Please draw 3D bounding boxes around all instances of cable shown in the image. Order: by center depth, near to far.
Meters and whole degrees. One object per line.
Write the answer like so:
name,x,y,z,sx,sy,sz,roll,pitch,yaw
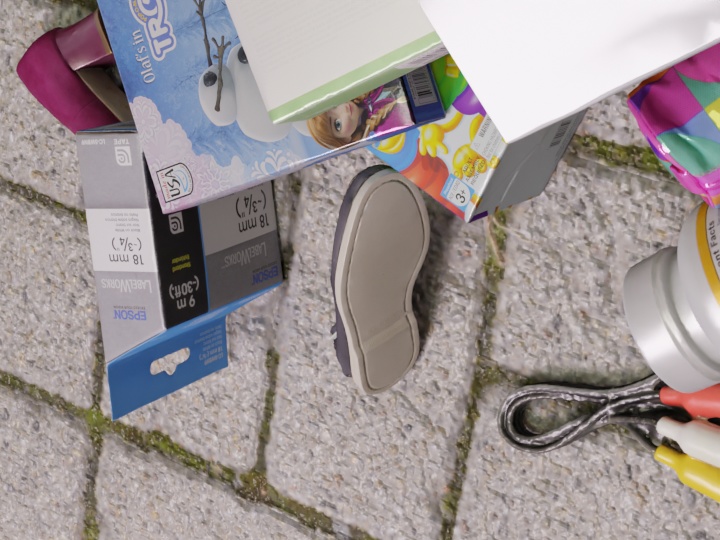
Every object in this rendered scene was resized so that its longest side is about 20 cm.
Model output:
cable,0.170,0.087,1.012,0.199,0.050,0.098,7,103,32

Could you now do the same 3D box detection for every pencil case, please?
pencil case,0.240,-0.117,0.856,0.200,0.088,0.089,-37,81,17

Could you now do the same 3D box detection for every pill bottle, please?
pill bottle,0.249,-0.006,0.896,0.200,0.113,0.113,-30,85,35

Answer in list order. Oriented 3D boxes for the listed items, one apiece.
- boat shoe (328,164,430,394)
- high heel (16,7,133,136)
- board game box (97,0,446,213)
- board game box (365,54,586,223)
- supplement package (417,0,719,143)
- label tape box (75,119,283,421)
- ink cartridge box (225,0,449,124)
boat shoe,0.000,0.000,1.062,0.063,0.073,0.200,45,153,34
high heel,-0.192,-0.090,1.202,0.096,0.067,0.201,-25,74,30
board game box,-0.067,-0.157,0.983,0.198,0.043,0.201,-17,91,34
board game box,0.035,-0.135,1.012,0.200,0.103,0.105,37,120,21
supplement package,0.147,-0.196,0.812,0.191,0.200,0.147,-24,103,41
label tape box,-0.119,-0.009,1.126,0.063,0.144,0.201,1,104,32
ink cartridge box,-0.021,-0.200,0.893,0.145,0.048,0.201,-22,89,29
